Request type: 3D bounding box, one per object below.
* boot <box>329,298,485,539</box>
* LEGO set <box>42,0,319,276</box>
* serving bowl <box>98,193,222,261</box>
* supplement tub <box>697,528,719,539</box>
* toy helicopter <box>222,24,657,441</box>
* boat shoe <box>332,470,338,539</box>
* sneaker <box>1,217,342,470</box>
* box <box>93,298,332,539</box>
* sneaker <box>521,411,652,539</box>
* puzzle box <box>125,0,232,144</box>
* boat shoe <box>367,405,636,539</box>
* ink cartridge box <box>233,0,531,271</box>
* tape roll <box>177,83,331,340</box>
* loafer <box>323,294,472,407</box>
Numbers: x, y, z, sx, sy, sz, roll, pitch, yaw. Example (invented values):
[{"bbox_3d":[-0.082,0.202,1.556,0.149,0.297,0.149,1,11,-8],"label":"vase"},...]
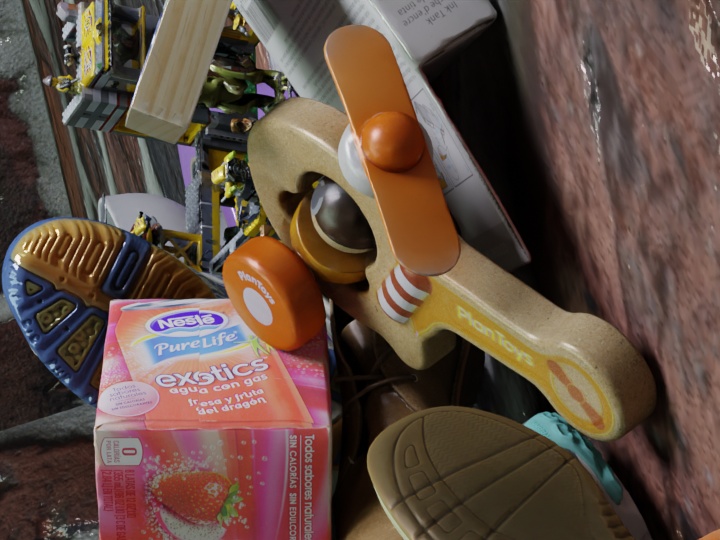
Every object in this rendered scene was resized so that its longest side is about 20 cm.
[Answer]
[{"bbox_3d":[0.009,0.063,0.899,0.076,0.073,0.200,57,-161,-28],"label":"boot"},{"bbox_3d":[-0.090,-0.079,1.067,0.154,0.115,0.201,-31,54,59],"label":"LEGO set"},{"bbox_3d":[-0.092,0.046,1.258,0.200,0.066,0.201,164,90,-79],"label":"serving bowl"},{"bbox_3d":[0.123,0.167,0.545,0.123,0.122,0.201,-125,20,-58],"label":"supplement tub"},{"bbox_3d":[0.031,-0.006,0.814,0.200,0.079,0.133,34,146,32],"label":"toy helicopter"},{"bbox_3d":[-0.011,0.102,1.082,0.202,0.072,0.061,-47,-59,-62],"label":"boat shoe"},{"bbox_3d":[-0.085,0.031,0.989,0.200,0.075,0.088,31,-175,-32],"label":"sneaker"},{"bbox_3d":[-0.060,0.121,0.921,0.103,0.094,0.201,-96,6,-61],"label":"box"},{"bbox_3d":[0.073,0.152,0.856,0.078,0.091,0.201,-132,28,-61],"label":"sneaker"},{"bbox_3d":[-0.053,-0.152,0.890,0.133,0.025,0.201,179,110,-83],"label":"puzzle box"},{"bbox_3d":[0.073,0.120,0.764,0.200,0.073,0.065,40,149,43],"label":"boat shoe"},{"bbox_3d":[0.017,-0.078,0.915,0.177,0.045,0.200,56,169,-1],"label":"ink cartridge box"},{"bbox_3d":[-0.052,-0.011,1.317,0.200,0.065,0.201,163,90,-79],"label":"tape roll"},{"bbox_3d":[0.000,0.000,1.076,0.200,0.070,0.070,55,155,38],"label":"loafer"}]
